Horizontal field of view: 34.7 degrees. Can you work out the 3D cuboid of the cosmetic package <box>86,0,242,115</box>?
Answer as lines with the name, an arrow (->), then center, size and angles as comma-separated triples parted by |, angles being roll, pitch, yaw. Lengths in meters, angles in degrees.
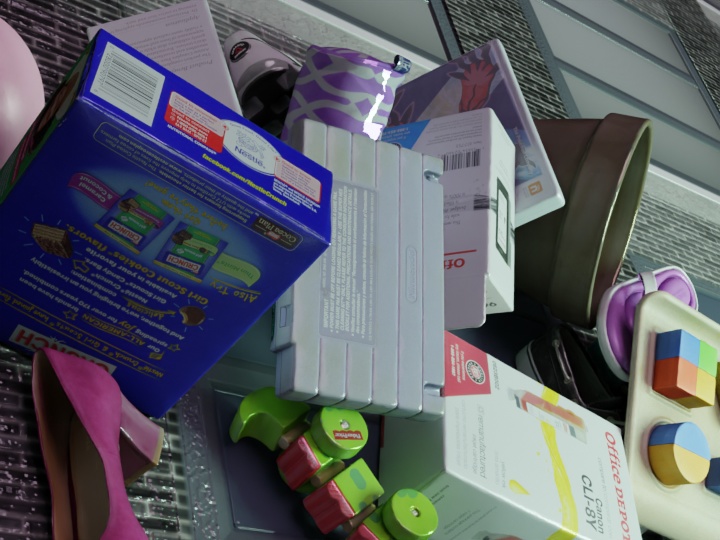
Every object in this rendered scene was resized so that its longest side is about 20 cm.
cosmetic package -> -0.138, -0.107, 0.878 | 0.101, 0.074, 0.200 | -16, 59, -4

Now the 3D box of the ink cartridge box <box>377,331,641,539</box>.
ink cartridge box -> 0.118, 0.158, 0.904 | 0.200, 0.083, 0.145 | 30, 36, -22

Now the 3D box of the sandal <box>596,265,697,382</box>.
sandal -> 0.275, 0.035, 1.074 | 0.083, 0.050, 0.203 | 57, 38, -1

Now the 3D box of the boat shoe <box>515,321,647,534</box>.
boat shoe -> 0.212, 0.141, 1.040 | 0.071, 0.064, 0.200 | -4, 58, -48

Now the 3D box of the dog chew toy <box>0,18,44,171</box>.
dog chew toy -> -0.295, -0.096, 0.700 | 0.200, 0.125, 0.125 | -25, 74, -47

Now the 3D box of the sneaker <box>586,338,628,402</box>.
sneaker -> 0.263, 0.115, 1.103 | 0.121, 0.084, 0.200 | 39, 33, -12

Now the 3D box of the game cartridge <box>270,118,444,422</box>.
game cartridge -> 0.000, 0.000, 0.816 | 0.129, 0.038, 0.201 | 12, 68, -25

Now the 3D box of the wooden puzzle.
wooden puzzle -> 0.305, 0.139, 1.016 | 0.185, 0.046, 0.200 | 27, 66, -33

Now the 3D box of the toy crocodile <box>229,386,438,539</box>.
toy crocodile -> -0.008, 0.158, 0.786 | 0.200, 0.068, 0.062 | 50, 39, 9

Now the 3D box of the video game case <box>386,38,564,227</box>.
video game case -> 0.071, -0.100, 1.043 | 0.023, 0.182, 0.200 | 48, 22, -50

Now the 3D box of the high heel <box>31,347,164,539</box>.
high heel -> -0.167, 0.128, 0.645 | 0.096, 0.067, 0.200 | 42, 18, -23

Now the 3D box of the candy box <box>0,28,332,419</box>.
candy box -> -0.140, -0.019, 0.707 | 0.169, 0.200, 0.077 | 31, 35, -23

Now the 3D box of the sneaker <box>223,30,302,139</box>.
sneaker -> -0.053, -0.135, 0.990 | 0.089, 0.074, 0.200 | 59, 3, 37

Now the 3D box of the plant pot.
plant pot -> 0.165, -0.065, 1.087 | 0.173, 0.200, 0.200 | 18, 29, 18

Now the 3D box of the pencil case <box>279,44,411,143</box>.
pencil case -> -0.025, -0.078, 0.900 | 0.084, 0.200, 0.085 | 22, 9, 26

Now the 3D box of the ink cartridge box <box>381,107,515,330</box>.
ink cartridge box -> 0.063, -0.025, 0.944 | 0.068, 0.116, 0.200 | 48, 40, -51
